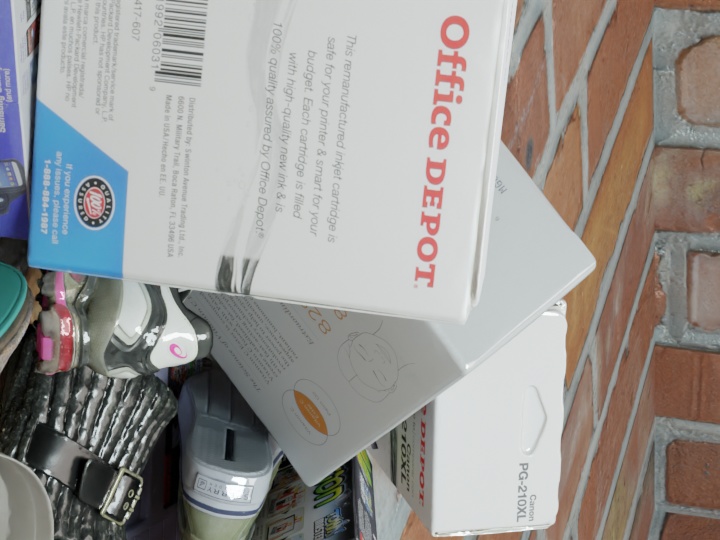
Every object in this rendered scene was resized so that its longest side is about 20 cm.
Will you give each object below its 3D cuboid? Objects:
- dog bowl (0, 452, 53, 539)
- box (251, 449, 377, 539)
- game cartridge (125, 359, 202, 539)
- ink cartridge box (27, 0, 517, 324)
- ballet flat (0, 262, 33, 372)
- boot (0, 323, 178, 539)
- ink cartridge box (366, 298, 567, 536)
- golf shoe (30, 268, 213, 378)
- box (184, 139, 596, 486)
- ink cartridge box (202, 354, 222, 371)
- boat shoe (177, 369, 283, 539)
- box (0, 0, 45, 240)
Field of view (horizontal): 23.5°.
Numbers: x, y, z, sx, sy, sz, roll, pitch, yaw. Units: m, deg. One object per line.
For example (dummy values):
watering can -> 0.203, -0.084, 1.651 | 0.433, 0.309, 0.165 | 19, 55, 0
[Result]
dog bowl -> -0.208, 0.137, 0.647 | 0.200, 0.058, 0.201 | -41, 150, -30
box -> -0.046, 0.154, 1.010 | 0.200, 0.109, 0.035 | -92, 158, -77
game cartridge -> -0.132, 0.084, 1.035 | 0.129, 0.038, 0.202 | -16, 110, -67
ink cartridge box -> -0.036, -0.066, 0.759 | 0.084, 0.198, 0.147 | -50, 147, -77
ballet flat -> -0.210, 0.064, 0.750 | 0.200, 0.068, 0.068 | -48, 158, -53
boot -> -0.141, 0.138, 0.932 | 0.211, 0.079, 0.159 | 62, 37, -55
ink cartridge box -> 0.058, 0.065, 1.115 | 0.200, 0.084, 0.146 | -137, -134, -69
golf shoe -> -0.117, -0.013, 0.886 | 0.201, 0.091, 0.073 | -98, -164, -52
box -> 0.000, 0.000, 0.913 | 0.106, 0.153, 0.200 | -36, 177, -33
ink cartridge box -> -0.056, 0.071, 1.185 | 0.145, 0.083, 0.202 | -17, 112, -72
boat shoe -> -0.081, 0.110, 1.009 | 0.200, 0.071, 0.063 | -79, -173, -77
box -> -0.146, -0.105, 0.794 | 0.201, 0.041, 0.120 | -76, 170, -55
